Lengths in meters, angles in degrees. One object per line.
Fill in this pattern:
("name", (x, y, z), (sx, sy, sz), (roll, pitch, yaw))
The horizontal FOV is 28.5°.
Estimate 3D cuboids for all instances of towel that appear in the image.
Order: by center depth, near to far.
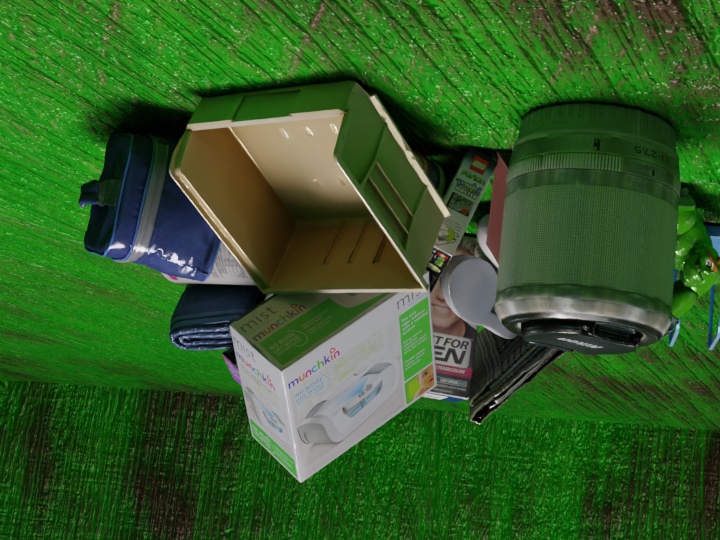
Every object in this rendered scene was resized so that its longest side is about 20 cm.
("towel", (-0.163, 0.018, 1.738), (0.110, 0.201, 0.049), (-5, 132, 17))
("towel", (0.199, 0.083, 1.765), (0.035, 0.192, 0.200), (44, -164, -16))

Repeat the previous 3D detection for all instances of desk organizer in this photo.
("desk organizer", (0.182, -0.057, 1.483), (0.071, 0.077, 0.201), (-24, 155, -11))

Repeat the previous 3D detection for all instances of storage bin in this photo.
("storage bin", (-0.047, -0.076, 1.348), (0.198, 0.094, 0.199), (-1, 141, 36))

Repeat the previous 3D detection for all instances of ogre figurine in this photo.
("ogre figurine", (0.314, -0.014, 1.492), (0.119, 0.201, 0.098), (-31, -157, 8))

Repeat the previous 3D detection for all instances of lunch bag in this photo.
("lunch bag", (-0.222, -0.072, 1.477), (0.131, 0.137, 0.200), (15, 177, -20))

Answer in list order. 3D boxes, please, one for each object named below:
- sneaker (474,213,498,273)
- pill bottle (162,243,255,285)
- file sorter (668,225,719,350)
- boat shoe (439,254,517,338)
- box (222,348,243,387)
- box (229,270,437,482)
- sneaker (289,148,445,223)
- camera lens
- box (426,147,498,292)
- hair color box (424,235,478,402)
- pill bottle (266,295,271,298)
("sneaker", (0.171, -0.020, 1.679), (0.098, 0.079, 0.200), (5, 167, 31))
("pill bottle", (-0.135, -0.039, 1.662), (0.198, 0.115, 0.113), (2, 167, 25))
("file sorter", (0.366, 0.021, 1.637), (0.198, 0.124, 0.139), (4, 169, 9))
("boat shoe", (0.134, 0.023, 1.671), (0.066, 0.070, 0.200), (32, -177, 36))
("box", (-0.056, 0.076, 1.652), (0.199, 0.039, 0.137), (-28, -167, -12))
("box", (-0.025, 0.088, 1.491), (0.096, 0.199, 0.178), (37, 147, 36))
("sneaker", (-0.016, -0.097, 1.447), (0.198, 0.076, 0.084), (-6, 157, 26))
("camera lens", (0.207, -0.032, 1.287), (0.158, 0.202, 0.160), (6, 168, 1))
("box", (0.092, -0.048, 1.492), (0.034, 0.111, 0.200), (27, 169, 2))
("hair color box", (0.093, 0.055, 1.760), (0.099, 0.202, 0.060), (10, 169, -13))
("pill bottle", (-0.072, 0.021, 1.909), (0.115, 0.117, 0.199), (-3, 165, 40))
